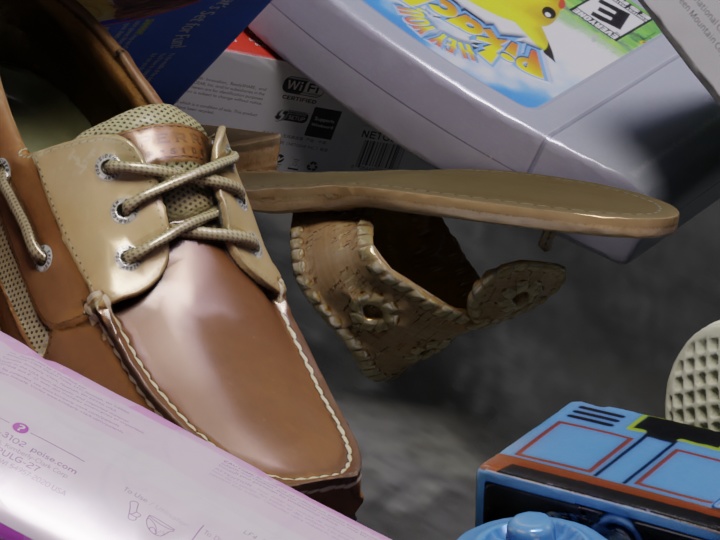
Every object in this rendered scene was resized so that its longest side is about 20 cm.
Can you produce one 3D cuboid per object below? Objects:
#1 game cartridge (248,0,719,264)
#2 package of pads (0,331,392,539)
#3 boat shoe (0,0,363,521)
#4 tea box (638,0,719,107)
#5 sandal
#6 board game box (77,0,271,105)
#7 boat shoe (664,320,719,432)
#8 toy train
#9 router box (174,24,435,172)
[{"bbox_3d":[0.041,-0.083,1.042,0.200,0.041,0.133,35,38,17],"label":"game cartridge"},{"bbox_3d":[-0.066,0.094,0.701,0.199,0.121,0.076,27,30,10],"label":"package of pads"},{"bbox_3d":[-0.064,-0.008,0.783,0.075,0.074,0.200,-6,40,-39],"label":"boat shoe"},{"bbox_3d":[0.220,-0.046,0.960,0.196,0.134,0.200,22,29,-55],"label":"tea box"},{"bbox_3d":[0.003,-0.001,0.962,0.211,0.070,0.078,10,11,26],"label":"sandal"},{"bbox_3d":[-0.093,-0.095,0.880,0.134,0.200,0.045,-2,75,-24],"label":"board game box"},{"bbox_3d":[0.167,0.089,0.864,0.200,0.075,0.062,43,31,22],"label":"boat shoe"},{"bbox_3d":[0.108,0.099,0.796,0.199,0.087,0.114,12,27,31],"label":"toy train"},{"bbox_3d":[-0.046,-0.103,1.102,0.199,0.049,0.180,8,33,-23],"label":"router box"}]
